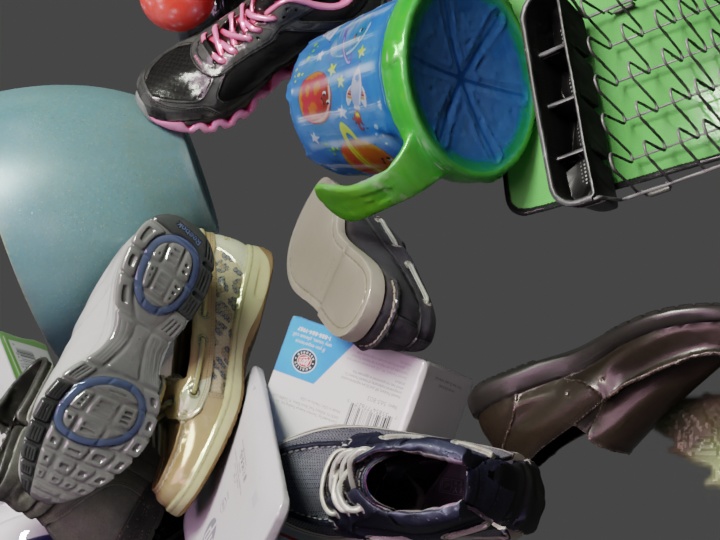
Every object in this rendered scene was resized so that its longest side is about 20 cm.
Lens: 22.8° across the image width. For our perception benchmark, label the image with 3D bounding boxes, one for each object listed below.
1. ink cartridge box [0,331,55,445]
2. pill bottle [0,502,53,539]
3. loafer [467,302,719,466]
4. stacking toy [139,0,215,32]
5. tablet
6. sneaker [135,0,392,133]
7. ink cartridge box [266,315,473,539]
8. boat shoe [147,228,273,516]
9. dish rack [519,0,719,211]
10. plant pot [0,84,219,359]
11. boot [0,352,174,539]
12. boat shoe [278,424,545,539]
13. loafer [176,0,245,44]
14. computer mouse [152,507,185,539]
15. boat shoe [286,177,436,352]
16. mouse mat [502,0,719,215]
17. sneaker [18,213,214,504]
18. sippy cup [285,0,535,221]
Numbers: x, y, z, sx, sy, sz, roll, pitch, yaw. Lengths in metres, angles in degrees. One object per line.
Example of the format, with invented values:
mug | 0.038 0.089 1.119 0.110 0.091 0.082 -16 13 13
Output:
ink cartridge box | -0.309 0.149 1.371 0.200 0.059 0.104 -40 58 18
pill bottle | -0.215 0.233 1.247 0.119 0.119 0.201 -30 61 23
loafer | 0.161 0.075 1.081 0.199 0.073 0.072 -25 73 31
stacking toy | -0.097 -0.250 1.286 0.085 0.086 0.201 11 56 35
tablet | -0.083 0.154 1.129 0.200 0.014 0.131 -110 43 -68
sneaker | -0.068 -0.168 1.237 0.199 0.096 0.079 -26 61 -11
ink cartridge box | -0.018 0.145 1.173 0.115 0.068 0.201 17 85 35
boat shoe | -0.112 0.067 1.199 0.073 0.062 0.201 -46 26 55
dish rack | 0.205 -0.130 1.106 0.199 0.054 0.154 -19 67 28
plant pot | -0.178 -0.049 1.281 0.134 0.200 0.201 -18 64 -1
boot | -0.175 0.099 1.213 0.067 0.131 0.201 -21 33 40
boat shoe | 0.003 0.123 1.068 0.199 0.093 0.075 -4 75 30
loafer | -0.126 -0.262 1.364 0.070 0.068 0.202 -17 71 19
computer mouse | -0.096 0.222 1.230 0.058 0.034 0.201 -30 65 0
boat shoe | 0.000 0.000 1.190 0.073 0.062 0.200 -62 23 16
mouse mat | 0.175 -0.132 1.164 0.199 0.008 0.162 -16 68 30
sneaker | -0.161 0.060 1.159 0.201 0.074 0.087 -61 18 -14
sippy cup | 0.026 -0.119 1.184 0.130 0.177 0.141 -6 102 44
